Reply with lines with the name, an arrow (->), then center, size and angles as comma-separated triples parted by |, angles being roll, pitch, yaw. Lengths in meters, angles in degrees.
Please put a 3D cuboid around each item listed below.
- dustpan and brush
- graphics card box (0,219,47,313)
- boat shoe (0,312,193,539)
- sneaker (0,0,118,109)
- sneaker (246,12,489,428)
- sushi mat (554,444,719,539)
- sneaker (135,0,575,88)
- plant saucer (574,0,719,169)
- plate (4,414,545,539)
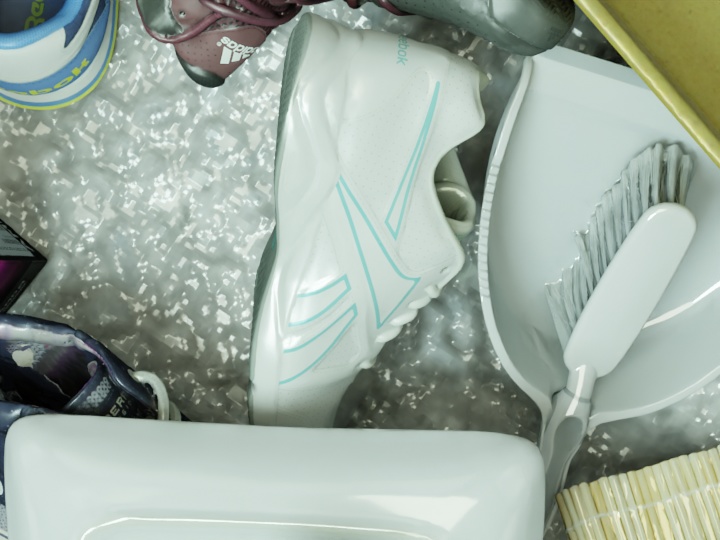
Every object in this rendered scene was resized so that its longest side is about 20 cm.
dustpan and brush -> 0.089, 0.027, 1.065 | 0.139, 0.057, 0.201 | 15, 119, -19
graphics card box -> -0.191, 0.028, 1.031 | 0.051, 0.200, 0.126 | 39, 94, 4
boat shoe -> -0.076, 0.082, 1.051 | 0.199, 0.093, 0.075 | 16, 52, 16
sneaker -> -0.124, -0.165, 1.079 | 0.073, 0.082, 0.201 | -1, 89, 7
sneaker -> 0.000, 0.000, 1.043 | 0.080, 0.071, 0.201 | 7, 128, -6
sushi mat -> 0.145, 0.164, 1.037 | 0.095, 0.012, 0.201 | -18, 75, 4
sneaker -> -0.014, -0.106, 1.061 | 0.200, 0.076, 0.116 | 40, 106, 32
plant saucer -> 0.152, -0.134, 1.040 | 0.200, 0.048, 0.200 | -40, 88, -23
plate -> -0.034, 0.155, 1.024 | 0.198, 0.032, 0.201 | 2, 105, 5
